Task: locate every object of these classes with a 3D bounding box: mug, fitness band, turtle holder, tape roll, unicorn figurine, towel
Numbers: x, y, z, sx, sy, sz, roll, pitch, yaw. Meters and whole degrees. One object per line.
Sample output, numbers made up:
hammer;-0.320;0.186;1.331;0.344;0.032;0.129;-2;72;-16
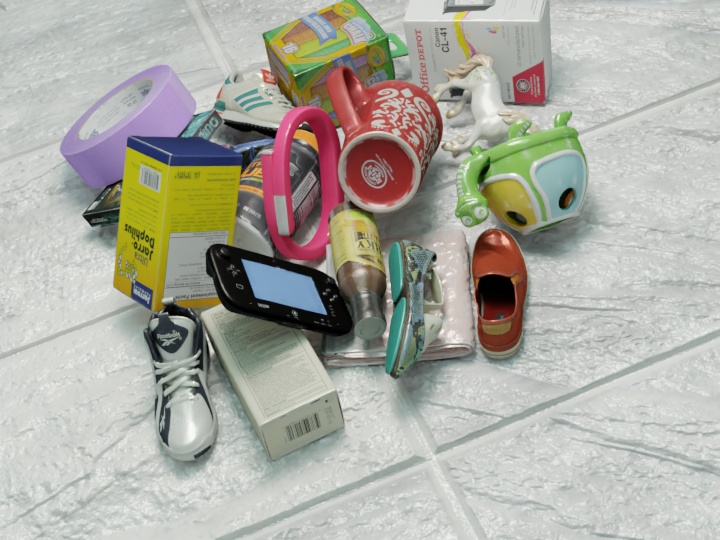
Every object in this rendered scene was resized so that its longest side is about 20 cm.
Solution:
mug;0.016;-0.167;1.674;0.176;0.134;0.200;23;25;-3
fitness band;-0.072;-0.112;1.659;0.037;0.202;0.143;5;16;31
turtle holder;0.212;-0.117;1.626;0.140;0.133;0.185;-21;-5;35
tape roll;-0.335;-0.209;1.839;0.199;0.066;0.201;-28;27;16
unicorn figurine;0.176;-0.212;1.764;0.137;0.074;0.201;-24;78;27
towel;0.046;0.032;1.610;0.189;0.032;0.201;-6;47;6

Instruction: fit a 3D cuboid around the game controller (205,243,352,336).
game controller;-0.095;0.025;1.521;0.199;0.042;0.105;15;29;-39

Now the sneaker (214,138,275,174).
sneaker;-0.192;-0.155;1.810;0.198;0.076;0.079;-13;42;-2

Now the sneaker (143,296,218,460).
sneaker;-0.219;0.116;1.515;0.079;0.130;0.200;-7;46;8

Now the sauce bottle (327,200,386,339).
sauce bottle;0.000;0.000;1.584;0.064;0.065;0.201;-12;47;1

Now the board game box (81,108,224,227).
board game box;-0.289;-0.143;1.782;0.135;0.028;0.201;-6;41;46

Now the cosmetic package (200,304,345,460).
cosmetic package;-0.107;0.118;1.530;0.103;0.073;0.200;-23;46;-11

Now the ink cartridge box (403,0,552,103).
ink cartridge box;0.172;-0.324;1.840;0.198;0.148;0.086;3;46;16

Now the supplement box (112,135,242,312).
supplement box;-0.233;-0.061;1.611;0.108;0.202;0.109;-3;19;-40

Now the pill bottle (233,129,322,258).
pill bottle;-0.116;-0.101;1.718;0.106;0.107;0.201;15;51;24

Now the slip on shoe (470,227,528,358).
slip on shoe;0.170;0.016;1.577;0.073;0.061;0.201;-4;45;10

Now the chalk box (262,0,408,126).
chalk box;-0.024;-0.309;1.883;0.199;0.124;0.125;-26;48;-13

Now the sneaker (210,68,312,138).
sneaker;-0.138;-0.245;1.842;0.199;0.070;0.094;17;87;43

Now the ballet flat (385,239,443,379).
ballet flat;0.068;0.046;1.530;0.074;0.074;0.201;-3;52;9
